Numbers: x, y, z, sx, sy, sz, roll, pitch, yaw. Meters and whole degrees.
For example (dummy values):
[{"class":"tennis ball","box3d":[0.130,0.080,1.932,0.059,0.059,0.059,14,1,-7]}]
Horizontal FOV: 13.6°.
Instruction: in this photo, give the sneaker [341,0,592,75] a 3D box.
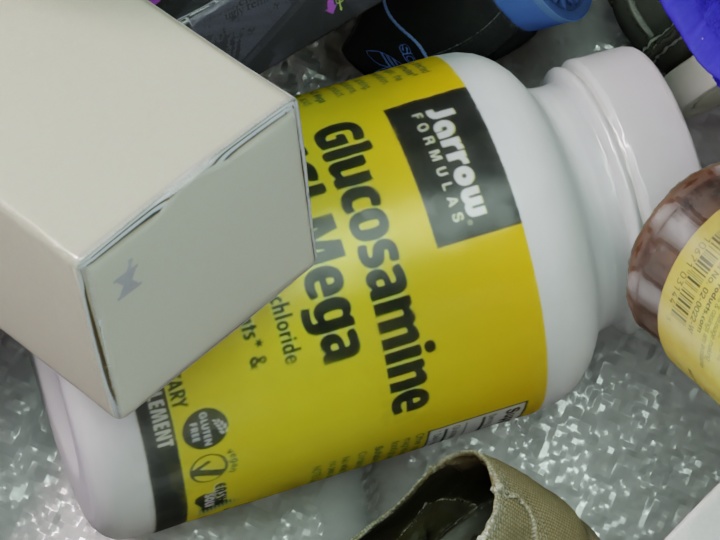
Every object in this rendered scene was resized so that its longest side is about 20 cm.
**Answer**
[{"class":"sneaker","box3d":[0.028,-0.150,0.979,0.078,0.070,0.201,-21,48,28]}]

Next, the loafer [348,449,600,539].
[{"class":"loafer","box3d":[-0.016,0.124,0.868,0.200,0.068,0.076,-43,36,-19]}]

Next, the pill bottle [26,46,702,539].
[{"class":"pill bottle","box3d":[0.000,0.000,0.901,0.199,0.113,0.113,-17,74,-11]}]

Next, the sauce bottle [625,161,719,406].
[{"class":"sauce bottle","box3d":[0.151,0.044,0.813,0.065,0.065,0.200,-31,46,-14]}]

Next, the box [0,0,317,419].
[{"class":"box","box3d":[-0.109,-0.051,0.834,0.082,0.069,0.200,-37,56,-24]}]

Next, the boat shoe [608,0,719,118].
[{"class":"boat shoe","box3d":[0.171,-0.125,0.981,0.201,0.072,0.060,-32,82,-10]}]

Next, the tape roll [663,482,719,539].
[{"class":"tape roll","box3d":[0.091,0.167,0.809,0.139,0.203,0.203,42,73,8]}]

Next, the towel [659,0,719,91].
[{"class":"towel","box3d":[0.144,-0.137,0.767,0.049,0.148,0.200,25,110,-29]}]

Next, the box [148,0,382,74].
[{"class":"box","box3d":[-0.048,-0.131,0.922,0.143,0.036,0.200,-32,40,-17]}]
